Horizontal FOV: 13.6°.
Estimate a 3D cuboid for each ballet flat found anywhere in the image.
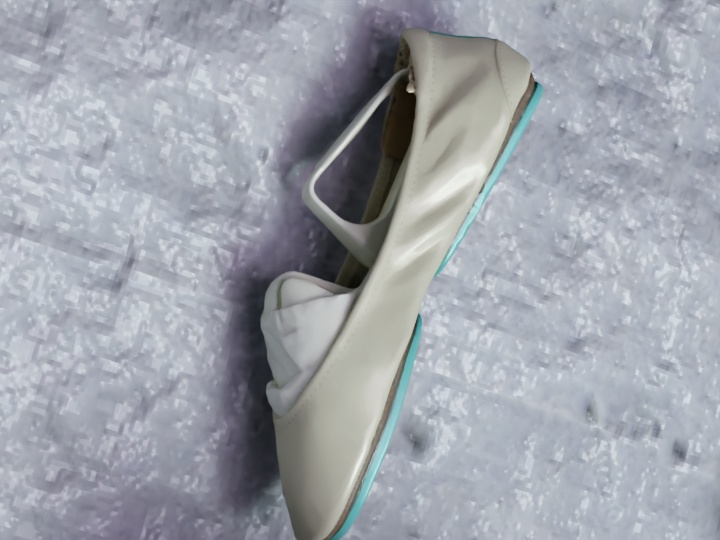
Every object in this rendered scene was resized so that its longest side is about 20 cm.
[{"bbox_3d":[0.000,0.000,1.099,0.069,0.069,0.200,33,74,-34],"label":"ballet flat"}]
